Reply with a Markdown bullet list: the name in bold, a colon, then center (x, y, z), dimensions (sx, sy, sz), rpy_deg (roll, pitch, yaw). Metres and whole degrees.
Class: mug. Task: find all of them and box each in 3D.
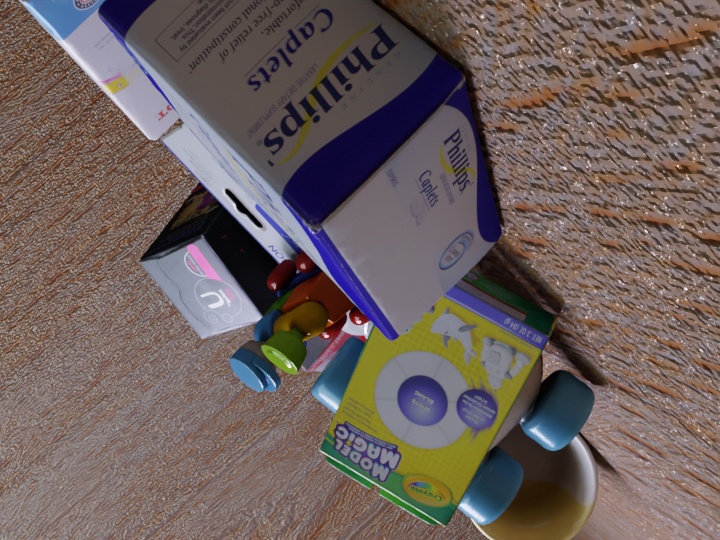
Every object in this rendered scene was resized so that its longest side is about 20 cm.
- **mug**: center (0.182, 0.247, 1.017), dimensions (0.148, 0.188, 0.153), rpy_deg (25, -178, 5)

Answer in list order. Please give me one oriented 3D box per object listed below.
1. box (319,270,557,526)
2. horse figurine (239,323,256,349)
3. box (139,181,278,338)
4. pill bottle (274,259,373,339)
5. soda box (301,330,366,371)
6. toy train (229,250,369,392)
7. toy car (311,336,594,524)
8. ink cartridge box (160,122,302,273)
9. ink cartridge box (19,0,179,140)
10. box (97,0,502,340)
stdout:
- **box**: center (0.048, 0.097, 0.648), dimensions (0.117, 0.201, 0.048), rpy_deg (28, -155, 11)
- **horse figurine**: center (-0.102, 0.020, 1.049), dimensions (0.132, 0.200, 0.050), rpy_deg (11, 140, 50)
- **box**: center (-0.138, -0.040, 0.996), dimensions (0.105, 0.201, 0.123), rpy_deg (-17, 121, 34)
- **pill bottle**: center (0.000, 0.000, 0.897), dimensions (0.200, 0.114, 0.114), rpy_deg (44, 175, 34)
- **soda box**: center (-0.032, 0.073, 1.019), dimensions (0.070, 0.063, 0.200), rpy_deg (44, -173, 17)
- **toy train**: center (-0.040, 0.038, 0.745), dimensions (0.085, 0.116, 0.200), rpy_deg (44, 151, -10)
- **toy car**: center (0.087, 0.076, 0.769), dimensions (0.184, 0.177, 0.200), rpy_deg (36, -156, 0)
- **ink cartridge box**: center (-0.057, -0.078, 0.758), dimensions (0.198, 0.047, 0.199), rpy_deg (47, 153, -21)
- **ink cartridge box**: center (-0.160, -0.199, 0.592), dimensions (0.125, 0.128, 0.200), rpy_deg (45, 174, 20)
- **box**: center (-0.027, -0.083, 0.517), dimensions (0.200, 0.105, 0.184), rpy_deg (44, 175, 25)
